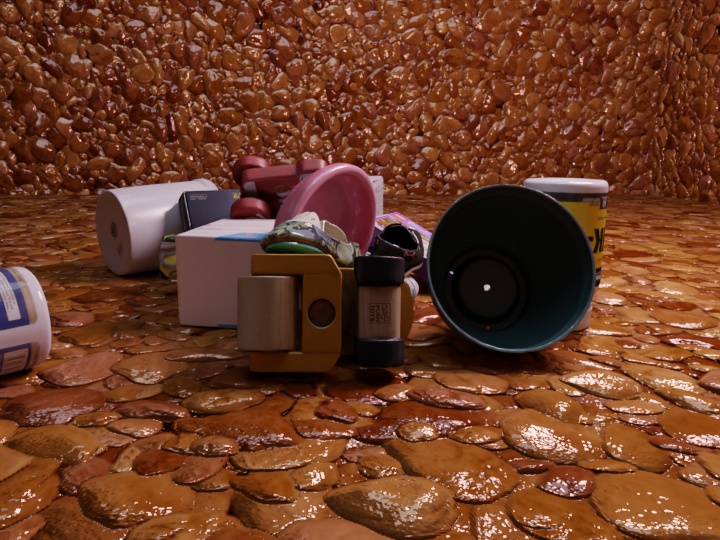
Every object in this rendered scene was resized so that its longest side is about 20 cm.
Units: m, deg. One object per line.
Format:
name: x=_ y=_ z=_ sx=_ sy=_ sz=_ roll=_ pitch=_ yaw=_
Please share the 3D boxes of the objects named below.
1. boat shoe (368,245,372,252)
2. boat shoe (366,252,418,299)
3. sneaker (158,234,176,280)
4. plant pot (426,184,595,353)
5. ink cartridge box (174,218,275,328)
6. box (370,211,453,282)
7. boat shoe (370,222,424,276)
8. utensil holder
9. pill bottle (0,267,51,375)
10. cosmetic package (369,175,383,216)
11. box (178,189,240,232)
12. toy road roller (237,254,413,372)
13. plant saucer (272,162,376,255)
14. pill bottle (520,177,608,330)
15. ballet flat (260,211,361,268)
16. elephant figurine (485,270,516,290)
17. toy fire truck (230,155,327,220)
boat shoe: x=-0.004 y=0.003 z=1.041 sx=0.199 sy=0.073 sz=0.072 roll=-7 pitch=38 yaw=-43
boat shoe: x=0.000 y=0.000 z=0.952 sx=0.198 sy=0.073 sz=0.066 roll=19 pitch=16 yaw=17
sneaker: x=-0.248 y=-0.003 z=1.028 sx=0.198 sy=0.077 sz=0.075 roll=16 pitch=3 yaw=-26
plant pot: x=0.173 y=0.010 z=0.759 sx=0.198 sy=0.203 sz=0.134 roll=0 pitch=-14 yaw=-2
ink cartridge box: x=-0.171 y=-0.004 z=0.891 sx=0.127 sy=0.127 sz=0.200 roll=3 pitch=12 yaw=8
box: x=0.107 y=-0.036 z=1.079 sx=0.199 sy=0.039 sz=0.136 roll=34 pitch=25 yaw=21
boat shoe: x=0.064 y=-0.038 z=0.932 sx=0.073 sy=0.064 sz=0.201 roll=25 pitch=21 yaw=10
utensil holder: x=-0.384 y=-0.086 z=1.163 sx=0.199 sy=0.172 sz=0.169 roll=-12 pitch=18 yaw=-43
pill bottle: x=-0.427 y=0.064 z=0.591 sx=0.110 sy=0.112 sz=0.199 roll=11 pitch=15 yaw=40
cosmetic package: x=-0.055 y=-0.136 z=1.418 sx=0.198 sy=0.168 sz=0.167 roll=2 pitch=12 yaw=10
box: x=-0.227 y=-0.071 z=1.124 sx=0.198 sy=0.159 sz=0.051 roll=-6 pitch=-13 yaw=-32
toy road roller: x=-0.037 y=0.048 z=0.696 sx=0.197 sy=0.124 sz=0.146 roll=1 pitch=-3 yaw=-4
plant saucer: x=-0.054 y=-0.053 z=0.835 sx=0.051 sy=0.203 sz=0.200 roll=24 pitch=23 yaw=31
pill bottle: x=0.280 y=-0.026 z=0.842 sx=0.113 sy=0.202 sz=0.114 roll=0 pitch=12 yaw=0
ballet flat: x=-0.058 y=-0.034 z=0.741 sx=0.074 sy=0.075 sz=0.200 roll=7 pitch=-11 yaw=27
elephant figurine: x=0.275 y=-0.024 z=0.967 sx=0.140 sy=0.157 sz=0.199 roll=-3 pitch=-1 yaw=32
toy fire truck: x=-0.128 y=-0.109 z=1.028 sx=0.166 sy=0.113 sz=0.201 roll=-5 pitch=-31 yaw=1
